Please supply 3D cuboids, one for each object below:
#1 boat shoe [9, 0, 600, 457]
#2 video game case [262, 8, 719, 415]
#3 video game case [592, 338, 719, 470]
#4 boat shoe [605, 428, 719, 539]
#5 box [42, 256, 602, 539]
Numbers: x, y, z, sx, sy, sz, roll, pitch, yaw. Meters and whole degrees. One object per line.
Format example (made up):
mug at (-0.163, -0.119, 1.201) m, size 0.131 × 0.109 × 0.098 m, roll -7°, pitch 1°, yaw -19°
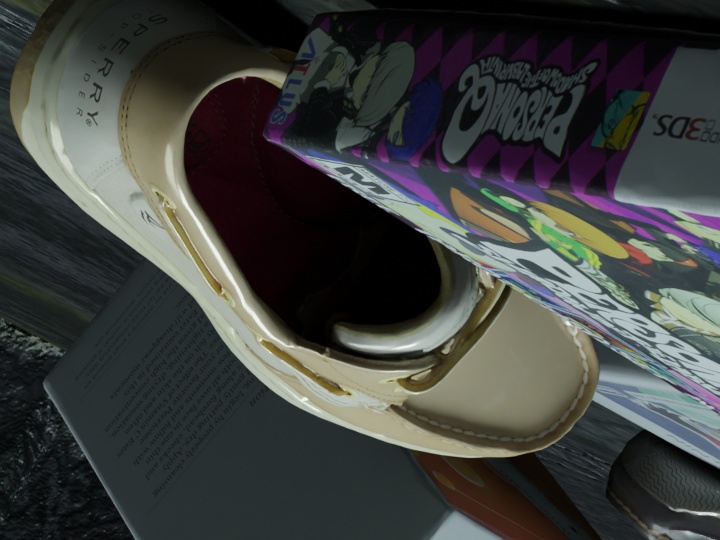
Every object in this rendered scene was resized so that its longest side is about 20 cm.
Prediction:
boat shoe at (0.000, 0.000, 0.738) m, size 0.200 × 0.074 × 0.069 m, roll 34°, pitch 177°, yaw -40°
video game case at (0.101, 0.013, 0.591) m, size 0.200 × 0.036 × 0.181 m, roll 31°, pitch 171°, yaw -28°
video game case at (0.156, 0.064, 0.837) m, size 0.182 × 0.023 × 0.200 m, roll 29°, pitch 173°, yaw -14°
boat shoe at (0.144, 0.116, 0.990) m, size 0.200 × 0.073 × 0.075 m, roll 32°, pitch -169°, yaw -38°
box at (-0.003, 0.080, 1.003) m, size 0.124 × 0.098 × 0.200 m, roll 33°, pitch -167°, yaw -40°
